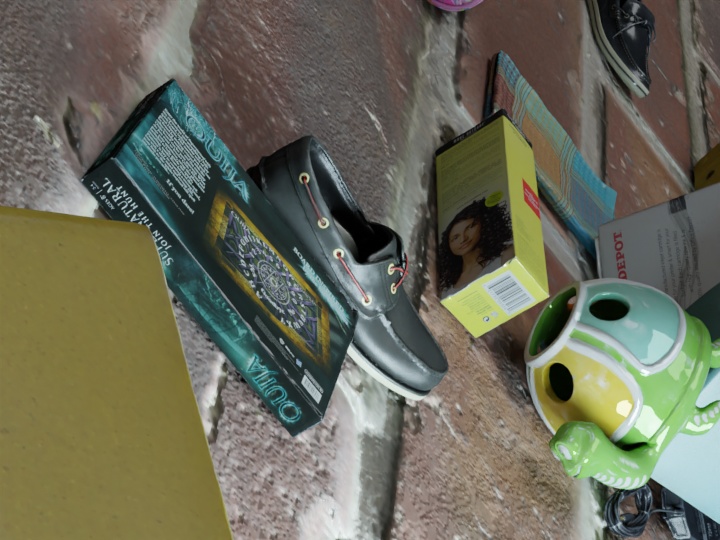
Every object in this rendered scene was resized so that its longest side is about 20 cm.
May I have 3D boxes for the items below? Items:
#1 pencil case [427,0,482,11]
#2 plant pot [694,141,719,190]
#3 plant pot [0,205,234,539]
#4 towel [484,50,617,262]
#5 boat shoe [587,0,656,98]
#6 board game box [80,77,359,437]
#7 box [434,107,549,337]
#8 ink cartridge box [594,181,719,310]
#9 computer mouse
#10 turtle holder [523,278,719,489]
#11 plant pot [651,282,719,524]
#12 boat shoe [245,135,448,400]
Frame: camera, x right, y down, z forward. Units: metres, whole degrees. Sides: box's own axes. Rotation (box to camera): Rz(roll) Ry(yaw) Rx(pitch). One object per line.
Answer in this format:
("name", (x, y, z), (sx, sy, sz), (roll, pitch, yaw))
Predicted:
("pencil case", (0.108, -0.304, 1.854), (0.088, 0.087, 0.200), (57, 24, -5))
("plant pot", (0.500, -0.084, 2.271), (0.176, 0.200, 0.200), (41, 27, -12))
("plant pot", (-0.182, 0.090, 0.645), (0.200, 0.195, 0.195), (18, 45, -48))
("towel", (0.185, -0.105, 1.848), (0.200, 0.022, 0.147), (50, 24, -21))
("boat shoe", (0.314, -0.287, 2.287), (0.075, 0.062, 0.200), (41, 30, -41))
("board game box", (-0.079, -0.010, 1.176), (0.200, 0.028, 0.135), (52, 23, -14))
("box", (0.102, -0.041, 1.529), (0.050, 0.075, 0.200), (46, 25, -29))
("ink cartridge box", (0.322, 0.006, 1.741), (0.083, 0.199, 0.146), (39, 40, -45))
("computer mouse", (0.245, 0.201, 1.591), (0.200, 0.034, 0.059), (12, 67, -54))
("turtle holder", (0.189, 0.092, 1.502), (0.132, 0.141, 0.186), (36, 68, -14))
("plant pot", (0.329, 0.091, 1.601), (0.141, 0.200, 0.141), (34, 18, -14))
("boat shoe", (0.000, 0.001, 1.285), (0.202, 0.063, 0.074), (53, 21, -17))
